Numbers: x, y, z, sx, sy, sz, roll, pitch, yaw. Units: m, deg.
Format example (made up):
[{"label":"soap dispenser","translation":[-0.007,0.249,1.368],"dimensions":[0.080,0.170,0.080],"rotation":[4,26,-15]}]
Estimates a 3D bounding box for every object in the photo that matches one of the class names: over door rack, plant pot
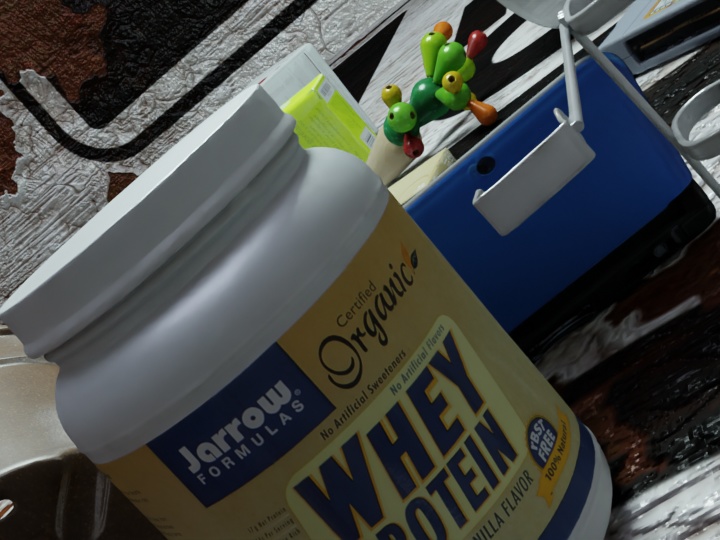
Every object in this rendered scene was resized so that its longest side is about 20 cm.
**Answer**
[{"label":"over door rack","translation":[0.125,-0.029,0.394],"dimensions":[0.067,0.148,0.200],"rotation":[-39,12,31]},{"label":"plant pot","translation":[-0.165,0.142,0.603],"dimensions":[0.200,0.200,0.198],"rotation":[-44,21,-13]}]

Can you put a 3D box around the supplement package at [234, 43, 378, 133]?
[{"label":"supplement package","translation":[-0.124,-0.149,1.486],"dimensions":[0.200,0.147,0.191],"rotation":[-47,15,-30]}]

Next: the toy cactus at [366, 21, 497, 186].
[{"label":"toy cactus","translation":[0.063,-0.147,1.126],"dimensions":[0.165,0.102,0.200],"rotation":[-55,6,34]}]

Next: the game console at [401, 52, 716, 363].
[{"label":"game console","translation":[0.060,-0.014,0.589],"dimensions":[0.200,0.118,0.171],"rotation":[-39,14,8]}]

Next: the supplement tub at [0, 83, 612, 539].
[{"label":"supplement tub","translation":[-0.019,0.047,0.432],"dimensions":[0.144,0.200,0.144],"rotation":[-39,13,11]}]

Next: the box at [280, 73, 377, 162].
[{"label":"box","translation":[-0.076,-0.103,1.255],"dimensions":[0.200,0.122,0.048],"rotation":[-33,19,30]}]

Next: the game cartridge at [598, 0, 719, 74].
[{"label":"game cartridge","translation":[0.264,-0.210,0.830],"dimensions":[0.200,0.042,0.133],"rotation":[-21,28,56]}]

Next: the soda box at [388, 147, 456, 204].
[{"label":"soda box","translation":[0.000,0.000,0.835],"dimensions":[0.200,0.064,0.068],"rotation":[-34,14,29]}]

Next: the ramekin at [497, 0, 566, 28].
[{"label":"ramekin","translation":[0.171,-0.323,1.133],"dimensions":[0.094,0.202,0.203],"rotation":[-48,7,35]}]
